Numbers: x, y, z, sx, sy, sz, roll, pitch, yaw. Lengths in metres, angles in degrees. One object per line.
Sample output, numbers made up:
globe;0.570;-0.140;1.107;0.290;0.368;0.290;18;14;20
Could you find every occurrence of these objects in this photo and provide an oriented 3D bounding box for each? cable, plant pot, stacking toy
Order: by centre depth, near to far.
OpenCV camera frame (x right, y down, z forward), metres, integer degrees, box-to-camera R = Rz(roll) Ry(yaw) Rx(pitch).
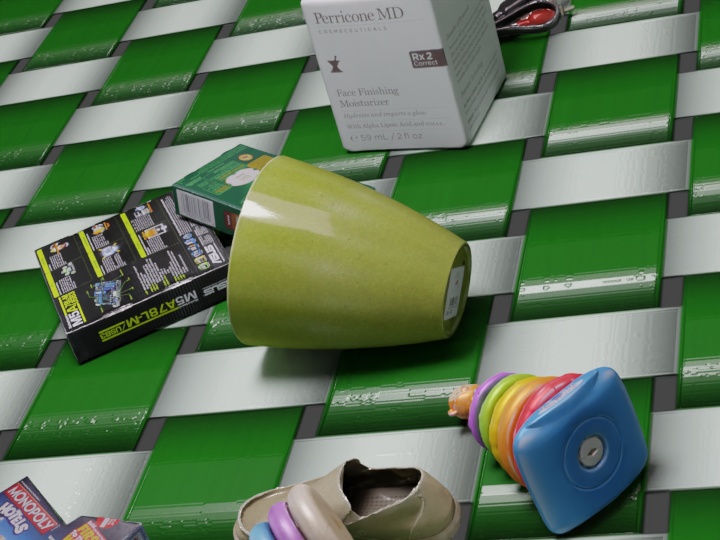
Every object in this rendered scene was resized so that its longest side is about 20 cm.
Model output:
stacking toy;-0.097;0.259;1.268;0.199;0.086;0.085;-38;33;2
stacking toy;0.135;0.126;1.359;0.116;0.110;0.200;-35;25;-20
plant pot;0.000;0.000;1.550;0.198;0.188;0.188;12;41;17
cable;0.176;-0.300;2.026;0.199;0.050;0.097;-33;50;0

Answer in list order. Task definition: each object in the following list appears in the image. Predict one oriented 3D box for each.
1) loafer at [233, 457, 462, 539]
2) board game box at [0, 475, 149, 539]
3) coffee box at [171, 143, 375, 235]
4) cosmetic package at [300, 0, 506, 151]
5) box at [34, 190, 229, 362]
loafer;-0.016;0.194;1.344;0.198;0.069;0.076;-9;34;15
board game box;-0.282;0.266;1.377;0.199;0.062;0.200;-30;34;-19
coffee box;-0.095;-0.075;1.763;0.199;0.044;0.123;19;37;31
cosmetic package;0.054;-0.267;1.868;0.163;0.201;0.165;-1;36;26
box;-0.248;-0.001;1.770;0.192;0.048;0.200;-26;34;-8
